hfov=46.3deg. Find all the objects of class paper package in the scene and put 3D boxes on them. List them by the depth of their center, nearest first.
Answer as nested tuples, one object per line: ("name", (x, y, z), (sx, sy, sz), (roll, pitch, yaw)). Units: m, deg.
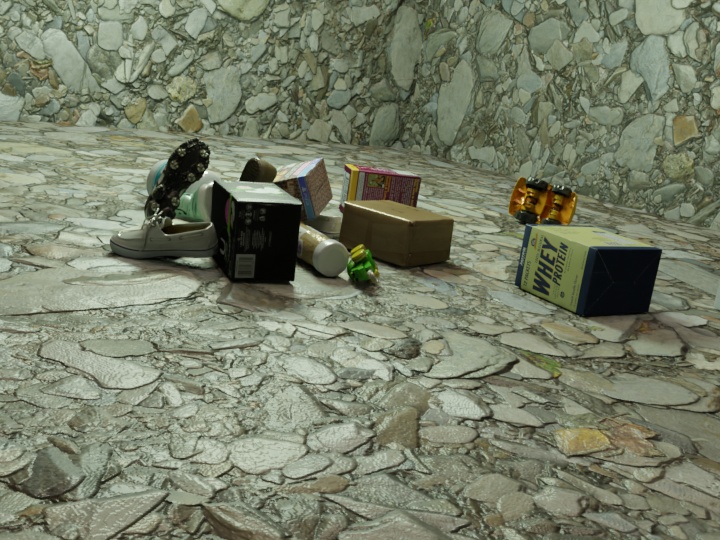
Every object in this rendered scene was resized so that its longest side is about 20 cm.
("paper package", (0.080, -0.085, 1.867), (0.199, 0.105, 0.190), (18, 15, 36))

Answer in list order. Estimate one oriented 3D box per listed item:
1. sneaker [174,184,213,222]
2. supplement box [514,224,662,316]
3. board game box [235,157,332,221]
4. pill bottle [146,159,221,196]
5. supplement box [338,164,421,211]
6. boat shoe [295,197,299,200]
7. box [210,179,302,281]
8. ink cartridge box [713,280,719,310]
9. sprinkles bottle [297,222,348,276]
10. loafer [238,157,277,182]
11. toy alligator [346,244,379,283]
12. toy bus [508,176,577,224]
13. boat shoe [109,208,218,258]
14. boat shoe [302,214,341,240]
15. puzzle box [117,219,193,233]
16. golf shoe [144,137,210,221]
("sneaker", (-0.359, -0.138, 1.777), (0.117, 0.075, 0.201), (13, -13, -1))
("supplement box", (0.460, -0.006, 1.713), (0.198, 0.136, 0.199), (0, 16, -33))
("board game box", (-0.181, -0.169, 1.874), (0.198, 0.098, 0.160), (-9, 19, 16))
("pill bottle", (-0.398, -0.189, 1.970), (0.198, 0.112, 0.110), (17, 16, 32))
("supplement box", (0.052, -0.211, 2.298), (0.198, 0.132, 0.103), (6, 14, -15))
("boat shoe", (-0.200, -0.112, 1.709), (0.199, 0.072, 0.072), (-35, 28, -35))
("box", (-0.199, -0.077, 1.558), (0.123, 0.150, 0.200), (1, 16, -22))
("ink cartridge box", (0.883, 0.041, 1.768), (0.198, 0.146, 0.145), (6, 13, -8))
("sprinkles bottle", (-0.095, -0.046, 1.673), (0.068, 0.069, 0.200), (1, 15, -29))
("loafer", (-0.231, -0.147, 1.763), (0.067, 0.201, 0.076), (-1, 49, -42))
("toy alligator", (0.000, 0.000, 1.589), (0.054, 0.060, 0.200), (-33, 14, 6))
("toy bus", (0.585, -0.193, 2.609), (0.199, 0.137, 0.191), (20, 1, 31))
("boat shoe", (-0.360, -0.072, 1.523), (0.199, 0.087, 0.075), (3, 32, 6))
("boat shoe", (-0.124, -0.126, 1.973), (0.199, 0.071, 0.071), (20, 18, 37))
("puzzle box", (-0.377, -0.069, 1.679), (0.132, 0.026, 0.200), (12, 14, 13))
("golf shoe", (-0.382, -0.185, 1.716), (0.077, 0.201, 0.088), (39, -20, -25))
